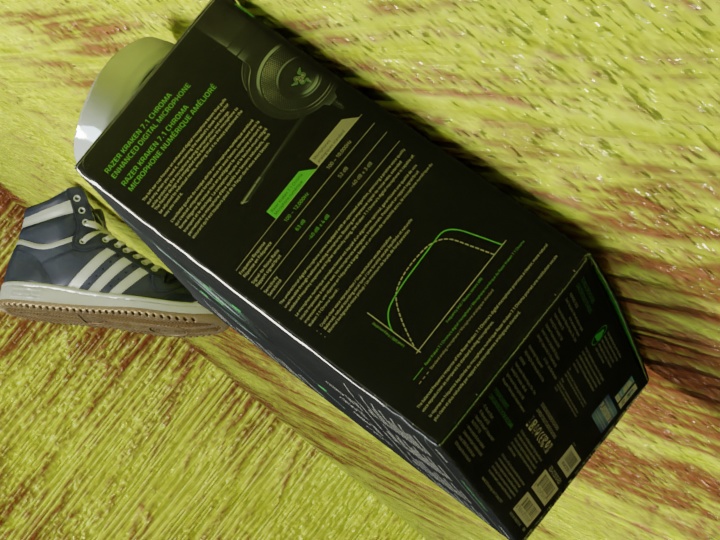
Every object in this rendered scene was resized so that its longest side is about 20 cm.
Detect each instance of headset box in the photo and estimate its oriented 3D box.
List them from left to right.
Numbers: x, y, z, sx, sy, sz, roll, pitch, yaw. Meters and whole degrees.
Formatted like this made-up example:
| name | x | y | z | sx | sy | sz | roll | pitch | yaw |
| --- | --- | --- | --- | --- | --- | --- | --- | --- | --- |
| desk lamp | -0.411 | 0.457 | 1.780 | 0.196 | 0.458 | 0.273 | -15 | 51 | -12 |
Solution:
| name | x | y | z | sx | sy | sz | roll | pitch | yaw |
| --- | --- | --- | --- | --- | --- | --- | --- | --- | --- |
| headset box | 0.000 | 0.000 | 1.047 | 0.200 | 0.093 | 0.174 | 36 | 173 | 22 |

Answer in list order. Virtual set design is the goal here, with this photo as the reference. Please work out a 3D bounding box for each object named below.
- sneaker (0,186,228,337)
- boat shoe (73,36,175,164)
| name | x | y | z | sx | sy | sz | roll | pitch | yaw |
| --- | --- | --- | --- | --- | --- | --- | --- | --- | --- |
| sneaker | -0.199 | -0.007 | 2.202 | 0.200 | 0.109 | 0.070 | 6 | 163 | 11 |
| boat shoe | -0.069 | -0.055 | 1.214 | 0.071 | 0.072 | 0.200 | 27 | 180 | 16 |
